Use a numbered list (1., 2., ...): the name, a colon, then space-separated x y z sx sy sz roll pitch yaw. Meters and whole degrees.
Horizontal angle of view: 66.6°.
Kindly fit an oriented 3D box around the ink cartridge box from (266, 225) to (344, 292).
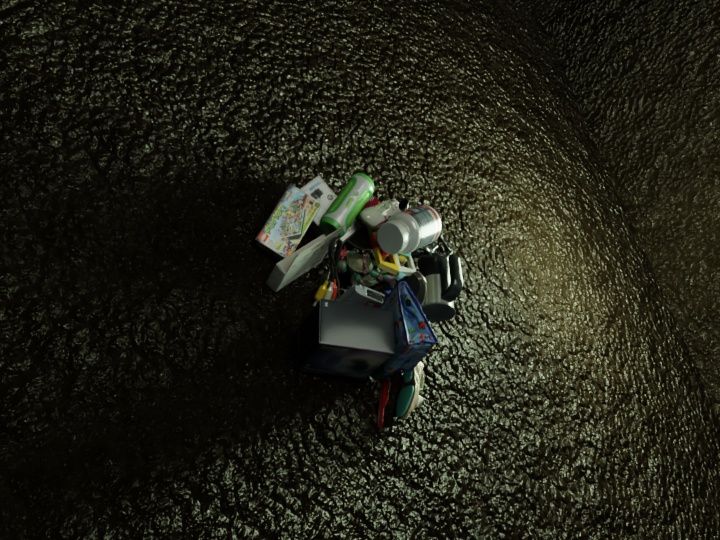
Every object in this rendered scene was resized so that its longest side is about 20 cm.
1. ink cartridge box: -0.147 -0.044 1.463 0.044 0.174 0.199 44 45 9

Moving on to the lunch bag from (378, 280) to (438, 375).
1. lunch bag: 0.094 0.138 1.402 0.093 0.151 0.202 -1 54 -29

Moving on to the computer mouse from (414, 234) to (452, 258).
1. computer mouse: 0.244 -0.068 1.879 0.141 0.046 0.200 50 40 -9

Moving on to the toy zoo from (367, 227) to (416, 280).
1. toy zoo: 0.093 -0.054 1.609 0.129 0.021 0.202 15 43 -29

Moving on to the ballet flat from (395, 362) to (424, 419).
1. ballet flat: 0.149 0.335 1.547 0.067 0.068 0.202 35 49 -25

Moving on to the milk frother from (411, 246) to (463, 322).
1. milk frother: 0.207 0.030 1.716 0.196 0.181 0.191 8 56 -9

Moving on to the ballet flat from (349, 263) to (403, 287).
1. ballet flat: 0.054 0.005 1.670 0.198 0.062 0.068 -12 72 -41

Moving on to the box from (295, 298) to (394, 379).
1. box: -0.043 0.178 1.376 0.197 0.199 0.125 10 57 -19

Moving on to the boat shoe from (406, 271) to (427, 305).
1. boat shoe: 0.135 0.093 1.593 0.073 0.202 0.074 -19 47 -38

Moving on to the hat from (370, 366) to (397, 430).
1. hat: 0.035 0.282 1.519 0.165 0.177 0.200 38 7 -18

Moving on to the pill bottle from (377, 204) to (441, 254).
1. pill bottle: 0.140 -0.116 1.594 0.199 0.119 0.121 -24 80 -50

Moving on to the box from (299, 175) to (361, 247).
1. box: -0.105 -0.165 1.622 0.116 0.060 0.201 -38 88 -27

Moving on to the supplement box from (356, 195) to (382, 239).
1. supplement box: 0.031 -0.170 1.715 0.199 0.061 0.110 38 47 -15

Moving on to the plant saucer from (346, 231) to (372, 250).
1. plant saucer: -0.009 -0.149 1.734 0.198 0.032 0.203 20 53 -29

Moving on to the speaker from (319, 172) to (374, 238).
1. speaker: -0.038 -0.186 1.572 0.088 0.088 0.201 39 62 -12

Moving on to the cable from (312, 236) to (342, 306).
1. cable: -0.071 0.009 1.508 0.050 0.203 0.096 35 23 34

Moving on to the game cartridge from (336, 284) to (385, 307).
1. game cartridge: 0.033 0.111 1.540 0.198 0.133 0.041 23 52 -24

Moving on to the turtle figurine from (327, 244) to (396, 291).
1. turtle figurine: 0.000 0.000 1.575 0.196 0.101 0.152 4 64 -14

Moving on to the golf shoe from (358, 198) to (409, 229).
1. golf shoe: 0.069 -0.177 1.625 0.073 0.093 0.199 46 34 21

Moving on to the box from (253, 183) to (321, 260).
1. box: -0.200 -0.131 1.524 0.109 0.035 0.202 31 66 -8
